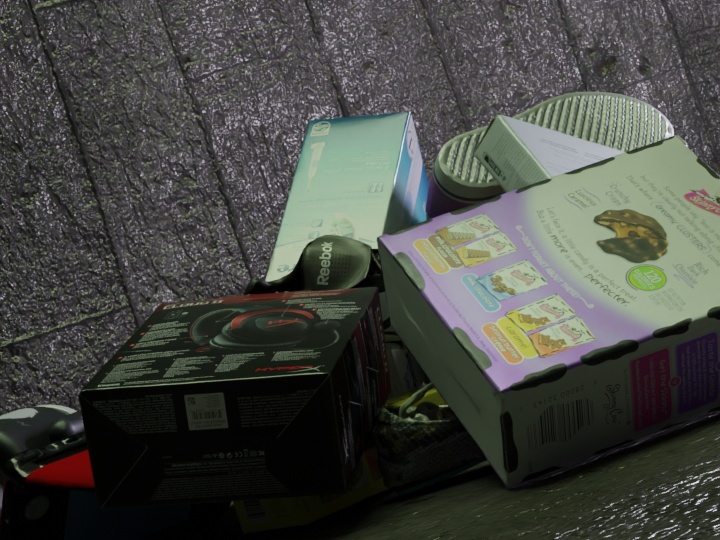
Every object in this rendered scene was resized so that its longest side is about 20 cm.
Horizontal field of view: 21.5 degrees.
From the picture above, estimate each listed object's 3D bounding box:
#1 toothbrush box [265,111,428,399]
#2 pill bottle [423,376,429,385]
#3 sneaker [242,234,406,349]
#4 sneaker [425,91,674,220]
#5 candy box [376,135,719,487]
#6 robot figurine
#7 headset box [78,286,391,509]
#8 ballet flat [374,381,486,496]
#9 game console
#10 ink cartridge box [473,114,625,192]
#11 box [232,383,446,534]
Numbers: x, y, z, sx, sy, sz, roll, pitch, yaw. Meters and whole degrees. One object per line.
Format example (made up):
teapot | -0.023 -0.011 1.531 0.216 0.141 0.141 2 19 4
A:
toothbrush box | 0.000 0.000 1.412 0.085 0.147 0.200 -3 40 16
pill bottle | 0.102 0.055 1.511 0.112 0.112 0.200 -18 -1 -14
sneaker | 0.006 0.011 1.237 0.200 0.067 0.091 -21 -46 26
sneaker | 0.137 -0.067 1.434 0.200 0.073 0.114 -13 -37 -19
candy box | 0.134 0.017 1.066 0.200 0.072 0.168 -18 36 -13
robot figurine | -0.300 0.184 1.658 0.150 0.125 0.200 1 7 22
headset box | -0.067 0.069 1.143 0.148 0.075 0.200 -5 14 10
ballet flat | 0.099 0.074 1.117 0.200 0.072 0.072 -18 -1 10
game console | -0.124 0.150 1.252 0.200 0.173 0.119 -18 41 -40
ink cartridge box | 0.201 -0.022 1.301 0.199 0.200 0.041 13 -63 -34
box | 0.013 0.113 1.220 0.200 0.050 0.075 -20 1 -36
